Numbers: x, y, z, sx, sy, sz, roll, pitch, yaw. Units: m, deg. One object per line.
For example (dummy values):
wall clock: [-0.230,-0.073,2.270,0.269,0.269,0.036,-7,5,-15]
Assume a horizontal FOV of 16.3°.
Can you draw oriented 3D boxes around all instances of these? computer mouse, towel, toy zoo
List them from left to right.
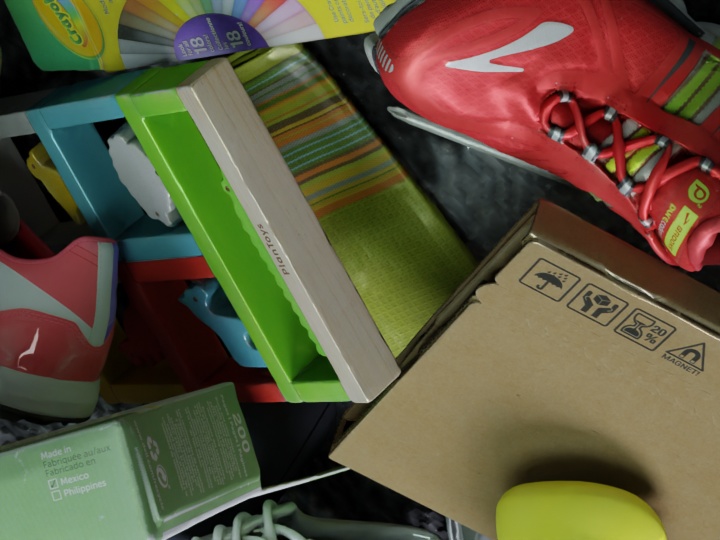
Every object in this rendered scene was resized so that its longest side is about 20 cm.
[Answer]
toy zoo: [-0.082,-0.009,0.928,0.199,0.020,0.132,-4,120,52]
computer mouse: [-0.062,0.117,1.050,0.140,0.046,0.200,40,128,-14]
towel: [0.000,0.000,0.958,0.086,0.018,0.200,-25,116,33]

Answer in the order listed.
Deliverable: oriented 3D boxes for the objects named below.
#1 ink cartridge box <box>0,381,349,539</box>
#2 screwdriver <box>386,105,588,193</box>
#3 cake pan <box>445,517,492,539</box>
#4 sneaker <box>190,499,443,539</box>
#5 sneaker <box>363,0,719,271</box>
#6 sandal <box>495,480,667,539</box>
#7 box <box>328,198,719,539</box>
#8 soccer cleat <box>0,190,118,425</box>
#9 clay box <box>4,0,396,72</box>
ink cartridge box: [-0.102,0.080,0.907,0.145,0.200,0.048,-17,89,19]
screwdriver: [0.102,-0.019,0.898,0.199,0.029,0.028,18,130,-3]
cake pan: [0.129,0.115,0.983,0.199,0.037,0.201,6,130,8]
sneaker: [-0.048,0.121,0.977,0.073,0.199,0.071,47,119,35]
sneaker: [0.095,-0.044,0.813,0.199,0.085,0.077,17,129,-27]
sandal: [0.083,0.161,0.932,0.079,0.087,0.200,2,145,23]
box: [0.108,0.067,0.892,0.199,0.021,0.164,27,141,-12]
soccer cleat: [-0.168,-0.008,0.959,0.199,0.068,0.074,25,100,35]
clay box: [-0.037,-0.133,0.845,0.199,0.048,0.115,-5,127,22]
